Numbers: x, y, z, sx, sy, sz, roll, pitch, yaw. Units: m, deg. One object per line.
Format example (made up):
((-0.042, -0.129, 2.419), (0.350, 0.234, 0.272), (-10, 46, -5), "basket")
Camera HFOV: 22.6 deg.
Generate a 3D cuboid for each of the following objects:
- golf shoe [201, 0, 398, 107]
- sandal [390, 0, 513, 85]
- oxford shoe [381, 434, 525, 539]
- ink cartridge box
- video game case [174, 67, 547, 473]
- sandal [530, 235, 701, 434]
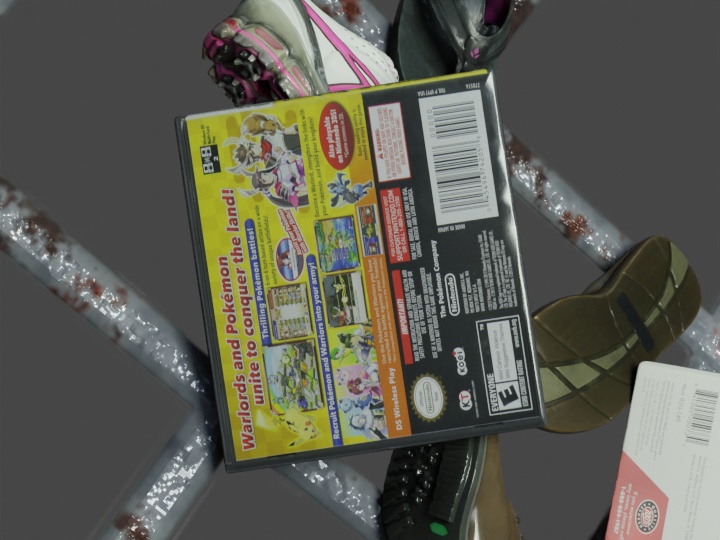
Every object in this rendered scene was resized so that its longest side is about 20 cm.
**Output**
((0.004, -0.091, 1.062), (0.200, 0.073, 0.092), (47, 60, -8), "golf shoe")
((0.066, -0.178, 1.130), (0.075, 0.048, 0.201), (17, 69, -22), "sandal")
((0.061, 0.152, 1.035), (0.084, 0.073, 0.201), (18, 69, -40), "oxford shoe")
((0.251, 0.127, 1.038), (0.067, 0.199, 0.117), (15, 86, -51), "ink cartridge box")
((0.000, 0.000, 0.999), (0.180, 0.026, 0.201), (-9, 89, 2), "video game case")
((0.142, 0.040, 1.111), (0.200, 0.054, 0.082), (-40, 102, -44), "sandal")
